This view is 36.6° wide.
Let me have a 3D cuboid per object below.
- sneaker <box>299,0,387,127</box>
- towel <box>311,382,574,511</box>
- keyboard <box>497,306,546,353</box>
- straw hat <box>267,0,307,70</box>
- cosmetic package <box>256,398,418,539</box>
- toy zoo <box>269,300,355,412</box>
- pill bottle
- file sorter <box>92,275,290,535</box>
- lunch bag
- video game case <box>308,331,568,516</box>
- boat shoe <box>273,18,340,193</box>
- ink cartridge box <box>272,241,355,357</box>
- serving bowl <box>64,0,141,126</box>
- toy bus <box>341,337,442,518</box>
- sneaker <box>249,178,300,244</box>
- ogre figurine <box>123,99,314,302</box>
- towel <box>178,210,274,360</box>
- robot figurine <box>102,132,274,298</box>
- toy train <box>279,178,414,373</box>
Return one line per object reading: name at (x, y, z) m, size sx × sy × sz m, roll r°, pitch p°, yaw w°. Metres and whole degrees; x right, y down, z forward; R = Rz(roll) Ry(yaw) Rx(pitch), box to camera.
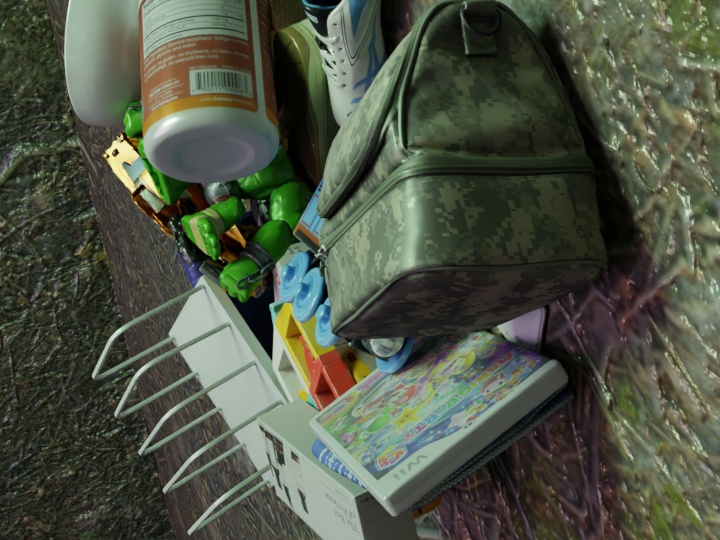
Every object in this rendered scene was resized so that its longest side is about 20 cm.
sneaker at (-0.015, -0.187, 0.831) m, size 0.072 × 0.072 × 0.201 m, roll 56°, pitch 157°, yaw 36°
towel at (0.050, 0.108, 0.793) m, size 0.024 × 0.144 × 0.200 m, roll 61°, pitch 162°, yaw -12°
keyboard at (0.080, -0.015, 0.809) m, size 0.200 × 0.011 × 0.057 m, roll -125°, pitch 30°, yaw -42°
straw hat at (-0.118, -0.260, 1.040) m, size 0.201 × 0.084 × 0.203 m, roll 163°, pitch 90°, yaw -72°
cosmetic package at (-0.022, 0.178, 0.900) m, size 0.200 × 0.050 × 0.083 m, roll 21°, pitch 129°, yaw 62°
toy zoo at (-0.035, 0.110, 0.967) m, size 0.201 × 0.020 × 0.132 m, roll 60°, pitch 156°, yaw 24°
pill bottle at (-0.129, -0.185, 0.914) m, size 0.112 × 0.111 × 0.202 m, roll 118°, pitch 148°, yaw -65°
file sorter at (-0.160, 0.136, 1.081) m, size 0.201 × 0.124 × 0.139 m, roll 55°, pitch 144°, yaw 11°
lunch bag at (0.049, -0.056, 0.680) m, size 0.200 × 0.138 × 0.170 m, roll 137°, pitch 130°, yaw -69°
video game case at (0.046, 0.094, 0.770) m, size 0.018 × 0.143 × 0.200 m, roll 57°, pitch 170°, yaw -14°
boat shoe at (-0.035, -0.143, 0.969) m, size 0.073 × 0.063 × 0.202 m, roll 47°, pitch 157°, yaw 31°
ink cartridge box at (-0.020, 0.086, 1.064) m, size 0.146 × 0.083 × 0.201 m, roll -126°, pitch 26°, yaw -43°
serving bowl at (-0.205, -0.228, 1.015) m, size 0.200 × 0.065 × 0.202 m, roll 13°, pitch -90°, yaw -85°
toy bus at (0.031, 0.124, 0.959) m, size 0.065 × 0.078 × 0.202 m, roll -135°, pitch 33°, yaw -53°
sneaker at (-0.084, -0.083, 1.127) m, size 0.091 × 0.066 × 0.201 m, roll 56°, pitch 157°, yaw 36°
ogre figurine at (-0.118, -0.084, 0.985) m, size 0.200 × 0.119 × 0.099 m, roll 47°, pitch 154°, yaw 28°
towel at (-0.117, 0.043, 1.193) m, size 0.049 × 0.147 × 0.202 m, roll -16°, pitch 100°, yaw 39°
robot figurine at (-0.156, -0.055, 1.064) m, size 0.200 × 0.058 × 0.145 m, roll 45°, pitch -165°, yaw 14°
toy train at (0.000, 0.000, 0.867) m, size 0.115 × 0.086 × 0.200 m, roll -63°, pitch 24°, yaw 6°
